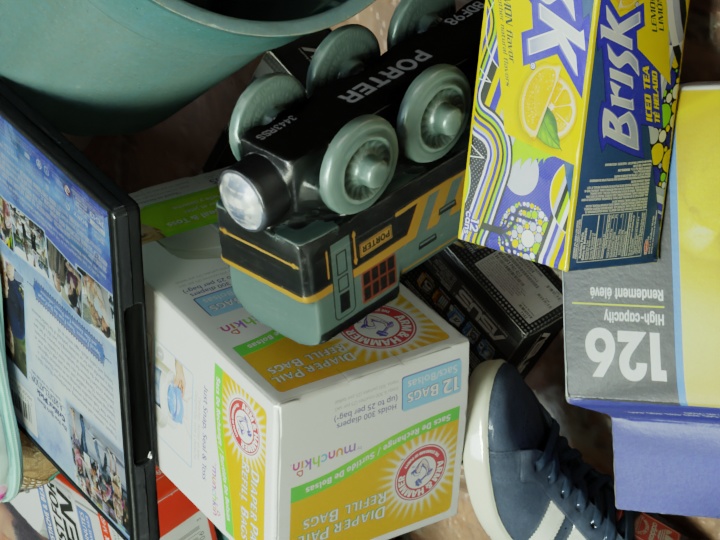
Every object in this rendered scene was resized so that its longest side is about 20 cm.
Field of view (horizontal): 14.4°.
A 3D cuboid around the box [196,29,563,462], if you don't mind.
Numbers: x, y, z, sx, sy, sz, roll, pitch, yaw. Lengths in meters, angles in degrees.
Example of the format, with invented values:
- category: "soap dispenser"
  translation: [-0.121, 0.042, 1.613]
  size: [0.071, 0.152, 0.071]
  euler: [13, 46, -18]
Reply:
- category: "box"
  translation: [0.000, 0.000, 1.459]
  size: [0.200, 0.044, 0.160]
  euler: [48, 137, 15]

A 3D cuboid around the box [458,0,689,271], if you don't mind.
- category: "box"
  translation: [0.098, -0.106, 1.248]
  size: [0.070, 0.064, 0.201]
  euler: [18, 107, 43]

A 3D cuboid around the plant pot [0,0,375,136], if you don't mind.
- category: "plant pot"
  translation: [-0.100, -0.167, 1.372]
  size: [0.201, 0.200, 0.196]
  euler: [58, 147, 3]

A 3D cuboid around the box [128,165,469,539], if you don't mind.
- category: "box"
  translation: [-0.047, 0.044, 1.379]
  size: [0.200, 0.112, 0.102]
  euler: [41, 138, 45]

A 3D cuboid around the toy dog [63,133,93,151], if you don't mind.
- category: "toy dog"
  translation: [-0.184, -0.069, 1.563]
  size: [0.132, 0.096, 0.201]
  euler: [22, 125, 36]

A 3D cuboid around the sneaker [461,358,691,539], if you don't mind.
- category: "sneaker"
  translation: [0.115, 0.124, 1.385]
  size: [0.084, 0.075, 0.201]
  euler: [-9, 123, 28]

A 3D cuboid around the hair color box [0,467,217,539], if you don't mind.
- category: "hair color box"
  translation: [-0.165, 0.131, 1.645]
  size: [0.200, 0.064, 0.111]
  euler: [30, 142, 43]

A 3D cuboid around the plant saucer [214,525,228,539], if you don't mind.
- category: "plant saucer"
  translation: [-0.065, 0.109, 1.560]
  size: [0.200, 0.027, 0.201]
  euler: [37, 146, 31]

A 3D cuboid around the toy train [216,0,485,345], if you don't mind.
- category: "toy train"
  translation: [0.015, -0.052, 1.303]
  size: [0.085, 0.200, 0.114]
  euler: [26, 134, 35]

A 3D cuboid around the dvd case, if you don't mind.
- category: "dvd case"
  translation: [-0.143, 0.022, 1.394]
  size: [0.143, 0.017, 0.201]
  euler: [39, 140, 44]

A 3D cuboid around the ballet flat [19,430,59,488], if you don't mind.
- category: "ballet flat"
  translation: [-0.197, 0.019, 1.552]
  size: [0.065, 0.070, 0.201]
  euler: [-18, 99, 34]

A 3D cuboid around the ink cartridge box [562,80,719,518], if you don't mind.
- category: "ink cartridge box"
  translation: [0.173, 0.016, 1.260]
  size: [0.197, 0.047, 0.201]
  euler: [1, 94, 44]

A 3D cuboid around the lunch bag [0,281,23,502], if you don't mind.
- category: "lunch bag"
  translation: [-0.241, 0.034, 1.479]
  size: [0.160, 0.077, 0.201]
  euler: [26, 131, 45]
